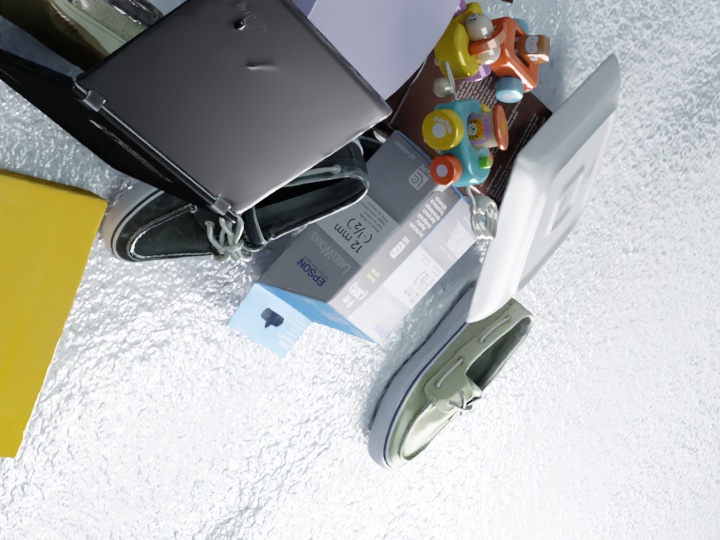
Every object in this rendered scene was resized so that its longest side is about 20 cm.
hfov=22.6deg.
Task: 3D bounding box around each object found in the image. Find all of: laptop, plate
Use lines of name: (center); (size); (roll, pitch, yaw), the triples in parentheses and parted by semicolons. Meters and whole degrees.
laptop: (-0.121, -0.126, 1.168); (0.116, 0.199, 0.187); (-59, 142, -9)
plate: (0.171, -0.068, 1.597); (0.200, 0.032, 0.200); (-46, 157, -43)

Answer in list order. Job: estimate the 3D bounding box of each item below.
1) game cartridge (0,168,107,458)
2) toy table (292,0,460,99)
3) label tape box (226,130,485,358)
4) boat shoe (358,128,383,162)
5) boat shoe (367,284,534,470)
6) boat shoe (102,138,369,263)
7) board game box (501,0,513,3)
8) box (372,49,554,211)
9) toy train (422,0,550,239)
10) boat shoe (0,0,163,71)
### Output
game cartridge: (-0.273, 0.027, 1.221); (0.176, 0.032, 0.201); (14, 98, -51)
toy table: (-0.022, -0.204, 1.302); (0.200, 0.117, 0.184); (-39, 136, -28)
label tape box: (0.000, 0.000, 1.431); (0.200, 0.066, 0.143); (-48, 158, 0)
boat shoe: (-0.053, -0.078, 1.382); (0.199, 0.062, 0.075); (-7, 117, -47)
boat shoe: (0.082, 0.100, 1.642); (0.200, 0.062, 0.072); (-55, 142, -8)
boat shoe: (-0.088, -0.041, 1.290); (0.198, 0.068, 0.074); (-18, 139, 0)
board game box: (0.122, -0.325, 1.477); (0.103, 0.019, 0.201); (4, 108, -51)
box: (0.072, -0.134, 1.488); (0.100, 0.075, 0.200); (-60, 144, -3)
toy train: (0.108, -0.132, 1.387); (0.150, 0.055, 0.201); (44, 47, -46)
boat shoe: (-0.198, -0.189, 1.152); (0.201, 0.071, 0.066); (39, 65, -49)
